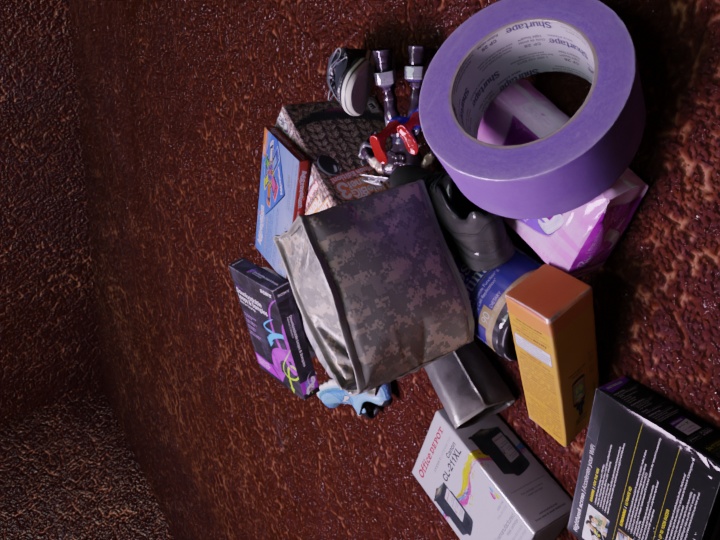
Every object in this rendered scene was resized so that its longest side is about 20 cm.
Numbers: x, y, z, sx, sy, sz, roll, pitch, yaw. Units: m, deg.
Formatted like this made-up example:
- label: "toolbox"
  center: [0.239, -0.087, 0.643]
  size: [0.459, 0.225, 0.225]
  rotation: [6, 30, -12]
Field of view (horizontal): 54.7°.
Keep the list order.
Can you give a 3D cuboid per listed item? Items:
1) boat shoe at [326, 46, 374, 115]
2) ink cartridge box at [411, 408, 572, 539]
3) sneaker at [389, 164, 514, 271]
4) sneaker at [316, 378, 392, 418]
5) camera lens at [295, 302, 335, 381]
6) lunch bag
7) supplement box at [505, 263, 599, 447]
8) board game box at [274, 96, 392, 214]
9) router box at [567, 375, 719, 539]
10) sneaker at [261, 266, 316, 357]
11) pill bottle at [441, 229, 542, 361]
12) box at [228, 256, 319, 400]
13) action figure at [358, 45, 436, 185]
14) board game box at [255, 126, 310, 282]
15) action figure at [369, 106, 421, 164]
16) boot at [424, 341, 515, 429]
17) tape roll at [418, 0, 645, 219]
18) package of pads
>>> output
- label: "boat shoe"
  center: [-0.016, -0.257, 0.931]
  size: [0.200, 0.062, 0.075]
  rotation: [-80, 0, -62]
- label: "ink cartridge box"
  center: [0.169, 0.292, 0.935]
  size: [0.200, 0.082, 0.147]
  rotation: [49, 140, 36]
- label: "sneaker"
  center: [0.100, -0.084, 0.799]
  size: [0.200, 0.076, 0.091]
  rotation: [40, 160, 42]
- label: "sneaker"
  center: [-0.010, 0.218, 1.199]
  size: [0.200, 0.078, 0.091]
  rotation: [-35, 76, 57]
- label: "camera lens"
  center: [-0.013, 0.058, 1.058]
  size: [0.201, 0.159, 0.160]
  rotation: [61, 145, 23]
- label: "lunch bag"
  center: [0.020, 0.023, 0.771]
  size: [0.117, 0.163, 0.202]
  rotation: [-28, 83, 63]
- label: "supplement box"
  center: [0.210, 0.095, 0.746]
  size: [0.069, 0.066, 0.201]
  rotation: [33, 150, 48]
- label: "board game box"
  center: [-0.017, -0.134, 0.990]
  size: [0.201, 0.158, 0.097]
  rotation: [62, 146, 20]
- label: "router box"
  center: [0.303, 0.236, 0.731]
  size: [0.149, 0.051, 0.202]
  rotation: [35, 130, 49]
- label: "sneaker"
  center: [-0.121, 0.090, 1.179]
  size: [0.200, 0.075, 0.105]
  rotation: [43, 148, 29]
- label: "pill bottle"
  center: [0.143, 0.009, 0.838]
  size: [0.200, 0.111, 0.113]
  rotation: [42, 135, 42]
- label: "box"
  center: [-0.136, 0.089, 1.085]
  size: [0.143, 0.036, 0.202]
  rotation: [23, 132, 49]
- label: "action figure"
  center: [0.058, -0.184, 0.900]
  size: [0.069, 0.129, 0.202]
  rotation: [-56, -34, -75]
- label: "board game box"
  center: [-0.114, -0.091, 0.991]
  size: [0.103, 0.019, 0.201]
  rotation: [45, 138, 38]
- label: "action figure"
  center: [0.093, -0.162, 0.804]
  size: [0.065, 0.200, 0.099]
  rotation: [-9, 120, 40]
- label: "boot"
  center: [0.087, 0.115, 0.917]
  size: [0.073, 0.180, 0.201]
  rotation: [115, 137, -64]
- label: "tape roll"
  center: [0.162, -0.157, 0.663]
  size: [0.198, 0.085, 0.202]
  rotation: [-11, 65, 25]
- label: "package of pads"
  center: [0.197, -0.100, 0.743]
  size: [0.200, 0.075, 0.121]
  rotation: [53, 144, 33]
